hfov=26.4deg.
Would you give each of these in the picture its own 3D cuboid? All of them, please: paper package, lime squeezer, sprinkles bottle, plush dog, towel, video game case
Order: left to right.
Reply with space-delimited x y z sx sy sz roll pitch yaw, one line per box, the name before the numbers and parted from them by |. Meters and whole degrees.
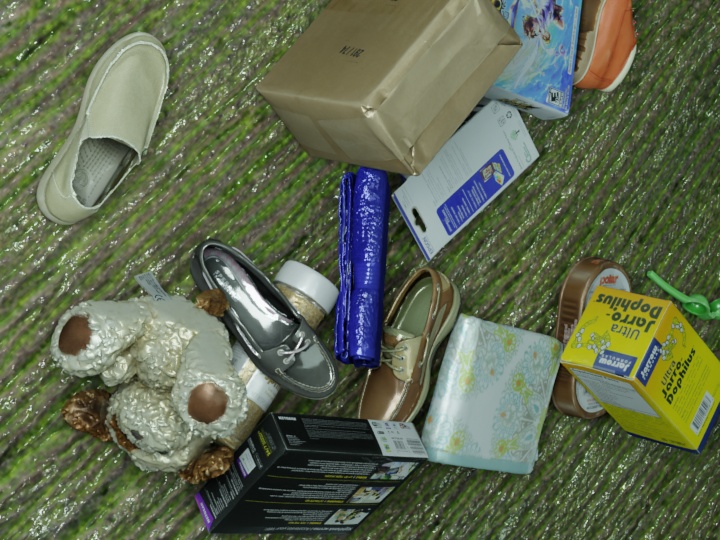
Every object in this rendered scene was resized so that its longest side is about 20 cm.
plush dog | -0.189 0.115 1.467 0.160 0.200 0.172 -47 159 -60
sprinkles bottle | -0.100 0.088 1.577 0.068 0.068 0.200 41 75 -35
towel | 0.000 0.000 1.586 0.050 0.148 0.200 3 82 3
paper package | 0.027 -0.200 1.532 0.191 0.200 0.103 -51 123 -17
towel | 0.152 0.146 1.775 0.200 0.048 0.171 15 88 -49
video game case | 0.167 -0.287 1.695 0.181 0.045 0.200 14 79 -37
lime squeezer | 0.452 0.031 2.001 0.200 0.038 0.071 -3 101 -36

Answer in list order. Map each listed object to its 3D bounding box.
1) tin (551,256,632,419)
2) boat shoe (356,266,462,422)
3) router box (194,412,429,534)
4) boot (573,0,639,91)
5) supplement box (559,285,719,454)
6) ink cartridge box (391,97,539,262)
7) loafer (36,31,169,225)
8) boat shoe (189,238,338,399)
tin | 0.285 0.084 1.877 0.112 0.042 0.200 -4 101 -49
boat shoe | 0.042 0.085 1.672 0.074 0.076 0.200 49 59 -55
router box | -0.049 0.214 1.592 0.200 0.051 0.149 10 133 -42
boot | 0.289 -0.307 1.795 0.107 0.075 0.200 12 100 -41
supplement box | 0.347 0.120 1.844 0.200 0.109 0.110 44 68 -43
ink cartridge box | 0.109 -0.109 1.715 0.200 0.039 0.099 -43 121 -24
loafer | -0.229 -0.130 1.436 0.076 0.068 0.200 30 81 -37
boat shoe | -0.097 0.050 1.520 0.067 0.057 0.200 -42 87 -13
